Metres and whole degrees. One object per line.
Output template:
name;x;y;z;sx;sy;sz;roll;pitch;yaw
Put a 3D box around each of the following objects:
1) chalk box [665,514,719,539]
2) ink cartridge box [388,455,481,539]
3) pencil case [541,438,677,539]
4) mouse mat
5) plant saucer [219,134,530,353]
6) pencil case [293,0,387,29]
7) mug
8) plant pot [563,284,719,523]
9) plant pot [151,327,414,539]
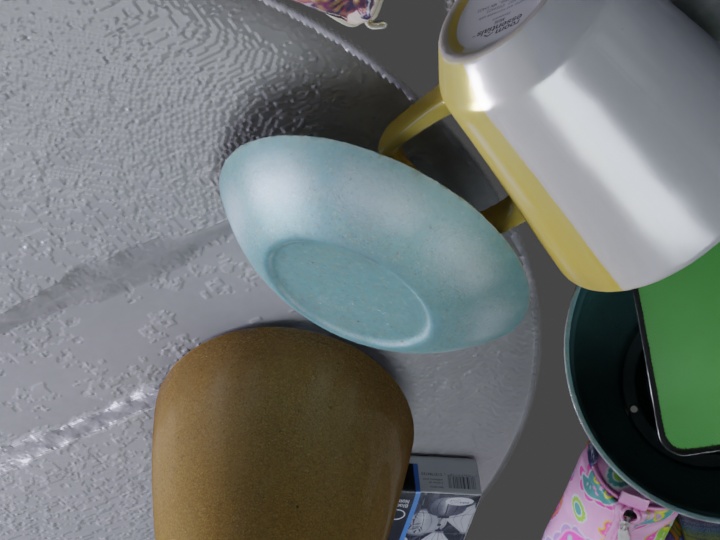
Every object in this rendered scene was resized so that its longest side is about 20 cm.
chalk box;0.291;0.272;1.127;0.123;0.201;0.124;5;136;-11
ink cartridge box;0.026;0.220;1.164;0.098;0.039;0.201;3;137;-10
pencil case;0.189;0.202;1.127;0.087;0.088;0.201;4;137;-10
mouse mat;0.238;-0.001;0.860;0.159;0.202;0.008;-9;172;4
plant saucer;0.000;0.000;0.860;0.199;0.039;0.201;20;152;11
pencil case;-0.073;-0.171;0.710;0.198;0.078;0.090;9;113;-15
mug;0.107;-0.080;0.779;0.187;0.150;0.153;-44;119;7
plant pot;0.225;0.061;0.925;0.198;0.202;0.134;-9;167;4
plant pot;-0.058;0.173;0.963;0.185;0.201;0.188;2;128;2
